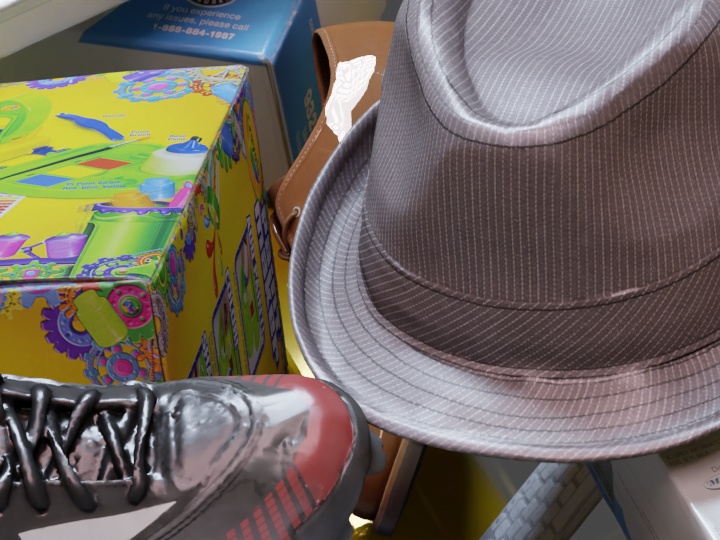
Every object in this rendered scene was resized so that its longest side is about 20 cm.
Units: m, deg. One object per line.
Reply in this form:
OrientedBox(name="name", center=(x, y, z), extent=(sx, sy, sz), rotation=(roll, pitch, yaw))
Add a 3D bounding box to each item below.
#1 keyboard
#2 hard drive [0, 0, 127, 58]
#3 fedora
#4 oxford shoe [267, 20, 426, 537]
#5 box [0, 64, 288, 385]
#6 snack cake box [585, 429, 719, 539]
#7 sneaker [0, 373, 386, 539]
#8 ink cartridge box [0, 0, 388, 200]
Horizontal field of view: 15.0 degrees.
OrientedBox(name="keyboard", center=(0.097, 0.033, 0.891), extent=(0.200, 0.011, 0.056), rotation=(-52, 10, 9))
OrientedBox(name="hard drive", center=(-0.091, -0.148, 1.031), extent=(0.200, 0.027, 0.132), rotation=(-26, 40, -11))
OrientedBox(name="fedora", center=(0.064, -0.044, 0.801), extent=(0.176, 0.090, 0.200), rotation=(10, 41, 25))
OrientedBox(name="oxford shoe", center=(0.000, 0.000, 0.964), extent=(0.071, 0.071, 0.200), rotation=(8, 59, -7))
OrientedBox(name="box", center=(-0.140, 0.024, 0.910), extent=(0.199, 0.122, 0.193), rotation=(-4, 23, 9))
OrientedBox(name="snack cake box", center=(0.177, 0.044, 0.805), extent=(0.199, 0.067, 0.115), rotation=(-18, 46, -10))
OrientedBox(name="sneaker", center=(-0.096, 0.063, 0.764), extent=(0.200, 0.098, 0.071), rotation=(-14, 51, 14))
OrientedBox(name="ink cartridge box", center=(-0.064, -0.134, 1.099), extent=(0.145, 0.084, 0.200), rotation=(8, 51, 18))
